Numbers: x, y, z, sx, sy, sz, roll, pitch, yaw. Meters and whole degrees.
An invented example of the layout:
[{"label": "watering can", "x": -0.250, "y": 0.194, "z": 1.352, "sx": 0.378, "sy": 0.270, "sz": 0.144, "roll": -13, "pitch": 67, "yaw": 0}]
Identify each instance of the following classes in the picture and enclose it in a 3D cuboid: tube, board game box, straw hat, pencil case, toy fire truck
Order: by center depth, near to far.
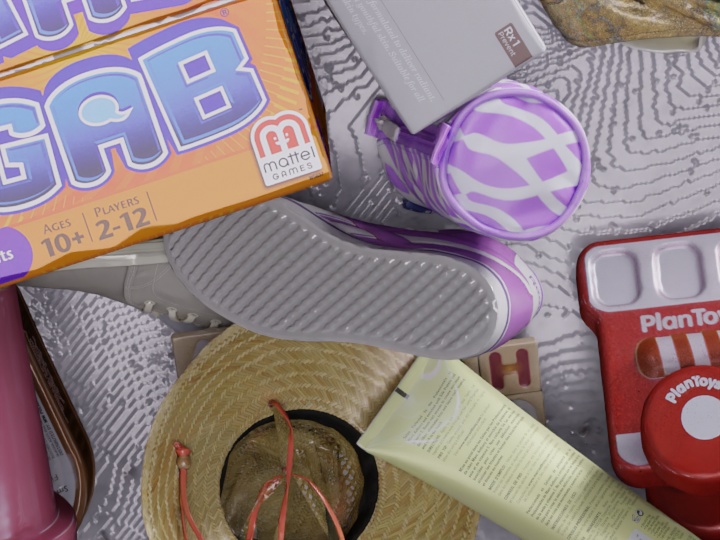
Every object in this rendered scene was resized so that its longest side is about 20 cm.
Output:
[{"label": "board game box", "x": -0.139, "y": -0.127, "z": 1.507, "sx": 0.199, "sy": 0.200, "sz": 0.201, "roll": -18, "pitch": 103, "yaw": 2}, {"label": "pencil case", "x": 0.060, "y": -0.064, "z": 1.532, "sx": 0.085, "sy": 0.200, "sz": 0.084, "roll": 24, "pitch": 90, "yaw": -13}, {"label": "tube", "x": 0.100, "y": 0.119, "z": 1.571, "sx": 0.200, "sy": 0.058, "sz": 0.052, "roll": 33, "pitch": 113, "yaw": 5}, {"label": "straw hat", "x": -0.041, "y": 0.121, "z": 1.588, "sx": 0.200, "sy": 0.085, "sz": 0.202, "roll": 7, "pitch": 73, "yaw": -23}, {"label": "toy fire truck", "x": 0.223, "y": 0.048, "z": 1.591, "sx": 0.199, "sy": 0.112, "sz": 0.169, "roll": -8, "pitch": 66, "yaw": 5}]

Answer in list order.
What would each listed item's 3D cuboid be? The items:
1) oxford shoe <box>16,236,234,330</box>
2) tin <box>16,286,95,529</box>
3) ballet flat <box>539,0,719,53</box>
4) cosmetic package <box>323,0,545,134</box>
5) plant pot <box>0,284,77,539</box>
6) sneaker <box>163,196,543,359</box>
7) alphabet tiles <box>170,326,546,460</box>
[{"label": "oxford shoe", "x": -0.099, "y": 0.004, "z": 1.603, "sx": 0.199, "sy": 0.075, "sz": 0.058, "roll": -2, "pitch": 100, "yaw": -6}, {"label": "tin", "x": -0.224, "y": 0.078, "z": 1.635, "sx": 0.112, "sy": 0.042, "sz": 0.201, "roll": -23, "pitch": 102, "yaw": 8}, {"label": "ballet flat", "x": 0.189, "y": -0.143, "z": 1.555, "sx": 0.199, "sy": 0.071, "sz": 0.071, "roll": 4, "pitch": 104, "yaw": 25}, {"label": "cosmetic package", "x": 0.025, "y": -0.145, "z": 1.507, "sx": 0.090, "sy": 0.200, "sz": 0.107, "roll": -32, "pitch": 99, "yaw": 5}, {"label": "plant pot", "x": -0.245, "y": 0.089, "z": 1.518, "sx": 0.199, "sy": 0.200, "sz": 0.180, "roll": 2, "pitch": 102, "yaw": -2}, {"label": "sneaker", "x": 0.000, "y": 0.001, "z": 1.556, "sx": 0.200, "sy": 0.114, "sz": 0.073, "roll": 18, "pitch": 105, "yaw": 19}, {"label": "alphabet tiles", "x": 0.004, "y": 0.094, "z": 1.634, "sx": 0.199, "sy": 0.008, "sz": 0.168, "roll": -8, "pitch": 120, "yaw": 0}]
